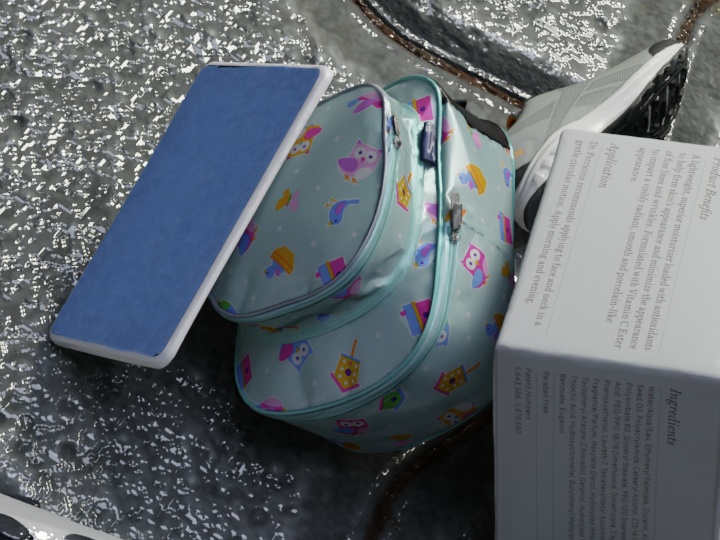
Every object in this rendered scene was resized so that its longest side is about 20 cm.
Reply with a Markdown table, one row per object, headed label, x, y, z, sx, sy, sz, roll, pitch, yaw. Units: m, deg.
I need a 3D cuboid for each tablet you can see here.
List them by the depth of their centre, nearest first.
| label | x | y | z | sx | sy | sz | roll | pitch | yaw |
| --- | --- | --- | --- | --- | --- | --- | --- | --- | --- |
| tablet | -0.099 | -0.036 | 1.268 | 0.014 | 0.130 | 0.200 | 39 | 72 | -34 |

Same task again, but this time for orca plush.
| label | x | y | z | sx | sy | sz | roll | pitch | yaw |
| --- | --- | --- | --- | --- | --- | --- | --- | --- | --- |
| orca plush | -0.176 | 0.167 | 1.185 | 0.200 | 0.105 | 0.071 | 19 | 91 | -27 |

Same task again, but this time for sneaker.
| label | x | y | z | sx | sy | sz | roll | pitch | yaw |
| --- | --- | --- | --- | --- | --- | --- | --- | --- | --- |
| sneaker | 0.152 | -0.104 | 1.479 | 0.079 | 0.074 | 0.200 | 32 | 53 | 30 |

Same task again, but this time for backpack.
| label | x | y | z | sx | sy | sz | roll | pitch | yaw |
| --- | --- | --- | --- | --- | --- | --- | --- | --- | --- |
| backpack | 0.000 | 0.000 | 1.279 | 0.153 | 0.176 | 0.200 | 23 | 54 | -50 |

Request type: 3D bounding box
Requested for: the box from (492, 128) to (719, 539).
| label | x | y | z | sx | sy | sz | roll | pitch | yaw |
| --- | --- | --- | --- | --- | --- | --- | --- | --- | --- |
| box | 0.160 | 0.057 | 1.268 | 0.130 | 0.200 | 0.199 | 8 | 42 | 13 |
